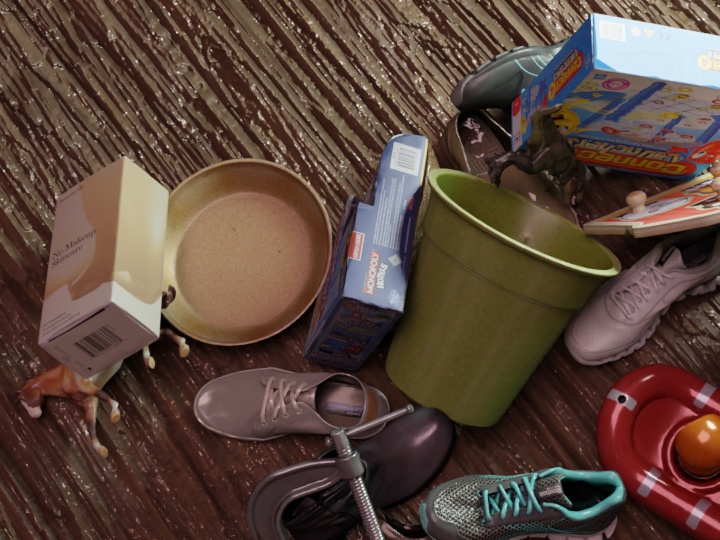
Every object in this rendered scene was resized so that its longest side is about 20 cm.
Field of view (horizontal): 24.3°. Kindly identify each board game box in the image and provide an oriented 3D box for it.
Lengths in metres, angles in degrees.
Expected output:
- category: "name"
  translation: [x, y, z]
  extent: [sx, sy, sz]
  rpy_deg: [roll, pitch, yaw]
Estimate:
- category: "board game box"
  translation: [0.267, -0.158, 1.572]
  extent: [0.198, 0.196, 0.057]
  rpy_deg: [7, 69, -15]
- category: "board game box"
  translation: [0.000, 0.000, 1.611]
  extent: [0.061, 0.200, 0.202]
  rpy_deg: [15, 55, -8]

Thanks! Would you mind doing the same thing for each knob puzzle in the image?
- category: "knob puzzle"
  translation: [0.327, -0.075, 1.543]
  extent: [0.217, 0.220, 0.031]
  rpy_deg: [-15, 99, 5]

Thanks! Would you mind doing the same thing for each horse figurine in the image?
- category: "horse figurine"
  translation: [-0.251, 0.090, 1.681]
  extent: [0.201, 0.050, 0.132]
  rpy_deg: [-53, 48, 1]

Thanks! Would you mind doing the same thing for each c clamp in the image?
- category: "c clamp"
  translation: [-0.012, 0.235, 1.494]
  extent: [0.169, 0.027, 0.202]
  rpy_deg: [-14, 105, 0]

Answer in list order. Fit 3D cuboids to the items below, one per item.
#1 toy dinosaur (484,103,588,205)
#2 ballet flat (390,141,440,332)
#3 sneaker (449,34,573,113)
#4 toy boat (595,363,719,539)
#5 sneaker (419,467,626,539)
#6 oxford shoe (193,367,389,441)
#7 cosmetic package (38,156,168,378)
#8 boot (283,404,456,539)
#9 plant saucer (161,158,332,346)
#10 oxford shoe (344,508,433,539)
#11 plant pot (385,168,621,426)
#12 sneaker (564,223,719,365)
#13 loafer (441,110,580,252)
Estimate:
- category: "toy dinosaur"
  translation: [0.161, -0.107, 1.567]
  extent: [0.087, 0.200, 0.048]
  rpy_deg: [-20, 68, 9]
- category: "ballet flat"
  translation: [0.064, -0.030, 1.678]
  extent: [0.065, 0.070, 0.202]
  rpy_deg: [15, 75, -12]
- category: "sneaker"
  translation: [0.183, -0.185, 1.675]
  extent: [0.198, 0.075, 0.080]
  rpy_deg: [-19, 82, -23]
- category: "toy boat"
  translation: [0.308, 0.163, 1.517]
  extent: [0.199, 0.131, 0.131]
  rpy_deg: [31, 78, 19]
- category: "sneaker"
  translation: [0.152, 0.207, 1.517]
  extent: [0.198, 0.091, 0.078]
  rpy_deg: [-2, 62, -18]
- category: "oxford shoe"
  translation: [-0.070, 0.129, 1.640]
  extent: [0.198, 0.058, 0.076]
  rpy_deg: [2, 73, 13]
- category: "cosmetic package"
  translation: [-0.253, -0.005, 1.661]
  extent: [0.105, 0.071, 0.201]
  rpy_deg: [-29, 41, 24]
- category: "boot"
  translation: [0.005, 0.187, 1.563]
  extent: [0.200, 0.132, 0.070]
  rpy_deg: [-43, 68, -7]
- category: "plant saucer"
  translation: [-0.123, -0.015, 1.712]
  extent: [0.198, 0.035, 0.203]
  rpy_deg: [-3, 71, 9]
- category: "oxford shoe"
  translation: [0.002, 0.263, 1.557]
  extent: [0.197, 0.073, 0.085]
  rpy_deg: [-9, 99, -1]
- category: "plant pot"
  translation: [0.114, 0.035, 1.566]
  extent: [0.199, 0.200, 0.191]
  rpy_deg: [32, 108, 19]
- category: "sneaker"
  translation: [0.278, 0.014, 1.606]
  extent: [0.199, 0.081, 0.075]
  rpy_deg: [-36, 70, -2]
- category: "loafer"
  translation: [0.147, -0.085, 1.671]
  extent: [0.076, 0.068, 0.200]
  rpy_deg: [-40, 68, -6]
